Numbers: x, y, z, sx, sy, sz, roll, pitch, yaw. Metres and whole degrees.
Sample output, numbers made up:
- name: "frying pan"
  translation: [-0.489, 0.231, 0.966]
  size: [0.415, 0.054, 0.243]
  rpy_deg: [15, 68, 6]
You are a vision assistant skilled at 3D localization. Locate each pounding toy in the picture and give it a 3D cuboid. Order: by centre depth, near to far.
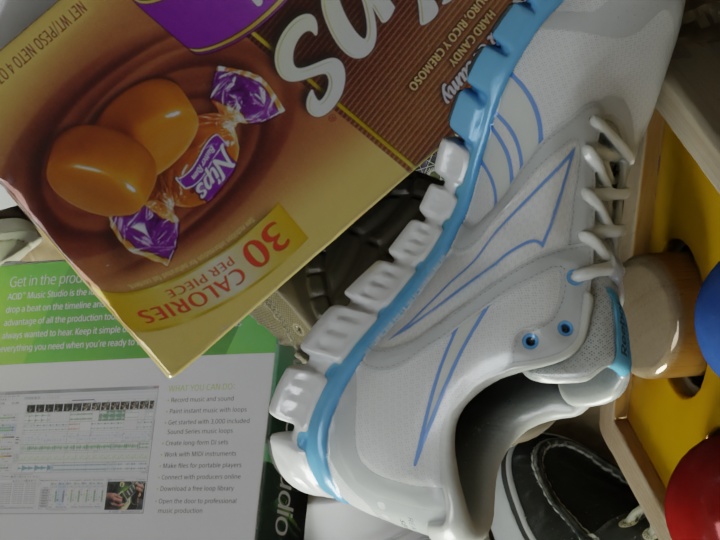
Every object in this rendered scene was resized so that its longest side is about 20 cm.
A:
- name: "pounding toy"
  translation: [0.129, 0.030, 0.740]
  size: [0.141, 0.200, 0.185]
  rpy_deg: [-5, 122, -13]

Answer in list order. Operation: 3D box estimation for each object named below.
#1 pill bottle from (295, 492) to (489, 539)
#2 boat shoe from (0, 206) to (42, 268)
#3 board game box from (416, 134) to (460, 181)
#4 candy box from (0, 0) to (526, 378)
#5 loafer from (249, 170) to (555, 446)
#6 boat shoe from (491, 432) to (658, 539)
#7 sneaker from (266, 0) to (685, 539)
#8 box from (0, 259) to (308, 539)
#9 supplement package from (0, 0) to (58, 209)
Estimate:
- name: "pill bottle"
  translation: [0.006, 0.159, 0.918]
  size: [0.109, 0.109, 0.201]
  rpy_deg: [3, 118, 26]
- name: "boat shoe"
  translation: [-0.185, -0.016, 0.879]
  size: [0.072, 0.200, 0.060]
  rpy_deg: [-36, 85, 13]
- name: "board game box"
  translation: [0.040, -0.063, 0.824]
  size: [0.135, 0.028, 0.201]
  rpy_deg: [21, 124, 15]
- name: "candy box"
  translation: [-0.024, -0.073, 0.730]
  size: [0.200, 0.056, 0.117]
  rpy_deg: [-40, 93, -2]
- name: "loafer"
  translation: [0.000, 0.000, 0.787]
  size: [0.200, 0.076, 0.067]
  rpy_deg: [37, 170, 31]
- name: "boat shoe"
  translation: [0.121, 0.115, 0.823]
  size: [0.200, 0.070, 0.064]
  rpy_deg: [45, 136, 37]
- name: "sneaker"
  translation: [0.058, -0.004, 0.682]
  size: [0.086, 0.075, 0.201]
  rpy_deg: [28, 88, 37]
- name: "box"
  translation: [-0.088, 0.092, 0.863]
  size: [0.144, 0.036, 0.201]
  rpy_deg: [-3, 73, 31]
- name: "supplement package"
  translation: [-0.120, -0.131, 0.794]
  size: [0.120, 0.121, 0.200]
  rpy_deg: [48, 131, 19]
